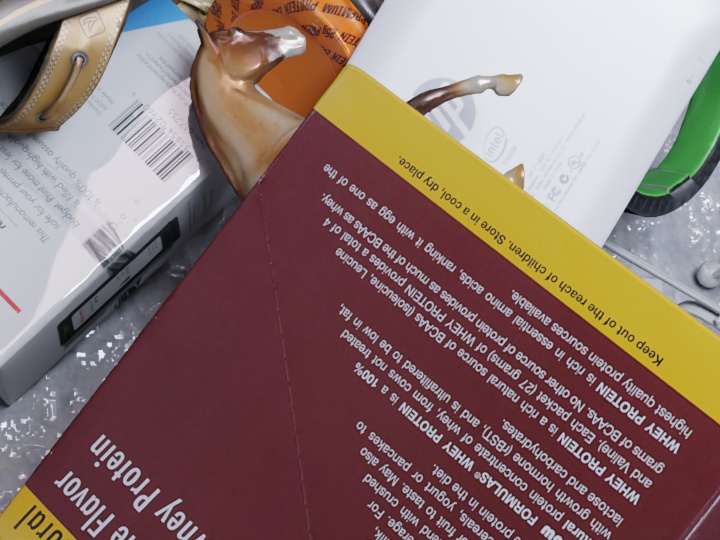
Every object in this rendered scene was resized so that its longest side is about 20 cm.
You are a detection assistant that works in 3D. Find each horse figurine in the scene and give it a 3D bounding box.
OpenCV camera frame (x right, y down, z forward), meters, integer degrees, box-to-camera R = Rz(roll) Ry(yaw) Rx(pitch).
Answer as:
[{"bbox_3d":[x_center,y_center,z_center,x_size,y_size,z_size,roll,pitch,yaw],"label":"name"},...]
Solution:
[{"bbox_3d":[0.000,0.000,0.808,0.131,0.050,0.202,-2,97,3],"label":"horse figurine"}]

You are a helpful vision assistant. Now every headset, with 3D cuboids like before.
[{"bbox_3d":[0.116,-0.124,0.909,0.094,0.201,0.123,16,35,39],"label":"headset"}]

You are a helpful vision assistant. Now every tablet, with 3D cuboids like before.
[{"bbox_3d":[0.051,-0.054,0.840,0.130,0.014,0.201,31,90,-3],"label":"tablet"}]

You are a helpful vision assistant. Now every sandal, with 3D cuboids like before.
[{"bbox_3d":[-0.115,-0.087,0.805,0.199,0.082,0.055,-28,97,-19],"label":"sandal"}]

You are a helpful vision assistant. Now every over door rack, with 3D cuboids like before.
[{"bbox_3d":[0.158,-0.033,1.001,0.147,0.067,0.200,-32,61,-34],"label":"over door rack"}]

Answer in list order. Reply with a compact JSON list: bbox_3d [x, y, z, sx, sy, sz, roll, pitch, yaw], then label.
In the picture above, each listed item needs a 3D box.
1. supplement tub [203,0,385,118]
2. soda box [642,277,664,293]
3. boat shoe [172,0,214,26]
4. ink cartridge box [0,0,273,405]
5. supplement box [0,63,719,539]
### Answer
[{"bbox_3d":[0.028,-0.125,0.940,0.123,0.123,0.200,45,51,10],"label":"supplement tub"},{"bbox_3d":[0.035,0.035,0.900,0.199,0.068,0.064,7,59,-18],"label":"soda box"},{"bbox_3d":[-0.086,-0.128,0.953,0.074,0.069,0.200,43,55,8],"label":"boat shoe"},{"bbox_3d":[-0.144,-0.030,0.849,0.116,0.068,0.200,44,75,10],"label":"ink cartridge box"},{"bbox_3d":[0.026,0.081,0.683,0.197,0.133,0.200,39,92,31],"label":"supplement box"}]
